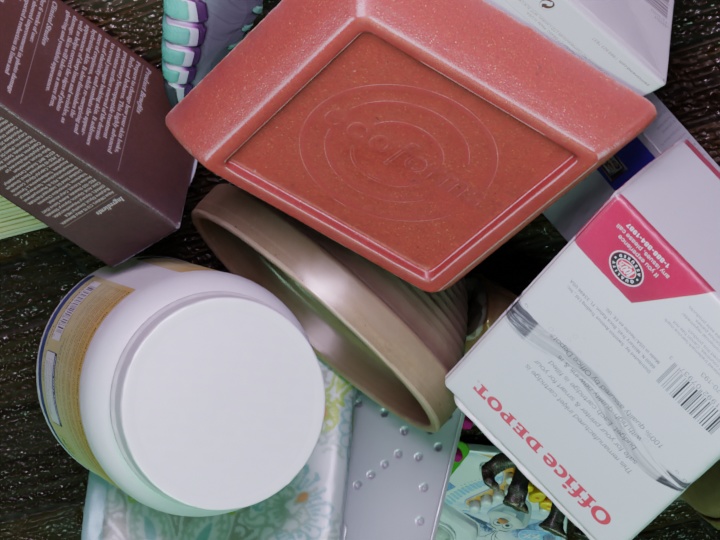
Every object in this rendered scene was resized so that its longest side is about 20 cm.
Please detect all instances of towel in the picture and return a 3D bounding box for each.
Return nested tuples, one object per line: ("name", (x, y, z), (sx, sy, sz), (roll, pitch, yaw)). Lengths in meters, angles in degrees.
("towel", (-0.090, 0.116, 1.869), (0.170, 0.201, 0.048), (5, 167, 5))

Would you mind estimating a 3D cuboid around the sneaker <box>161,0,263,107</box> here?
("sneaker", (-0.067, -0.160, 1.613), (0.087, 0.075, 0.200), (4, 141, -1))

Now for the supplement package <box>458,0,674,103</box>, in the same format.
("supplement package", (0.061, -0.135, 1.577), (0.120, 0.122, 0.200), (37, 135, -29))

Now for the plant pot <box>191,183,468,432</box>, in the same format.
("plant pot", (0.000, 0.000, 1.751), (0.201, 0.093, 0.201), (41, 170, 9))

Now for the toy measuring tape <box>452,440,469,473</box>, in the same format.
("toy measuring tape", (-0.001, 0.157, 1.922), (0.073, 0.200, 0.074), (36, 163, 13))

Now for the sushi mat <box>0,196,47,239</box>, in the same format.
("sushi mat", (-0.256, -0.049, 1.836), (0.199, 0.012, 0.096), (-13, 138, 25))

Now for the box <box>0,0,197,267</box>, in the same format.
("box", (-0.191, -0.100, 1.690), (0.200, 0.101, 0.075), (34, 137, -28))

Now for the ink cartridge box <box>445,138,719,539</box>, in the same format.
("ink cartridge box", (0.162, 0.046, 1.638), (0.145, 0.083, 0.200), (46, 135, 5))

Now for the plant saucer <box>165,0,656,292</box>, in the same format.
("plant saucer", (0.023, -0.071, 1.539), (0.199, 0.037, 0.200), (29, 137, -21))

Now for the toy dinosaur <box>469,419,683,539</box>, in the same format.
("toy dinosaur", (0.136, 0.118, 1.922), (0.199, 0.103, 0.077), (30, 168, -8))

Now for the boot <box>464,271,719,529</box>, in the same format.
("boot", (0.153, 0.081, 1.799), (0.199, 0.066, 0.175), (31, 178, -16))

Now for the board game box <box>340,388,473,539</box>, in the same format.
("board game box", (-0.033, 0.172, 1.891), (0.199, 0.201, 0.026), (8, 169, 34))

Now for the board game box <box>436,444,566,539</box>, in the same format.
("board game box", (0.047, 0.189, 2.055), (0.199, 0.026, 0.200), (5, 141, 5))

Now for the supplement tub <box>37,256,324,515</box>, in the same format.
("supplement tub", (-0.108, 0.069, 1.729), (0.144, 0.145, 0.200), (23, 177, -18))

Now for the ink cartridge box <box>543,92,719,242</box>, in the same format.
("ink cartridge box", (0.159, -0.043, 1.668), (0.200, 0.039, 0.099), (50, 134, 1))
